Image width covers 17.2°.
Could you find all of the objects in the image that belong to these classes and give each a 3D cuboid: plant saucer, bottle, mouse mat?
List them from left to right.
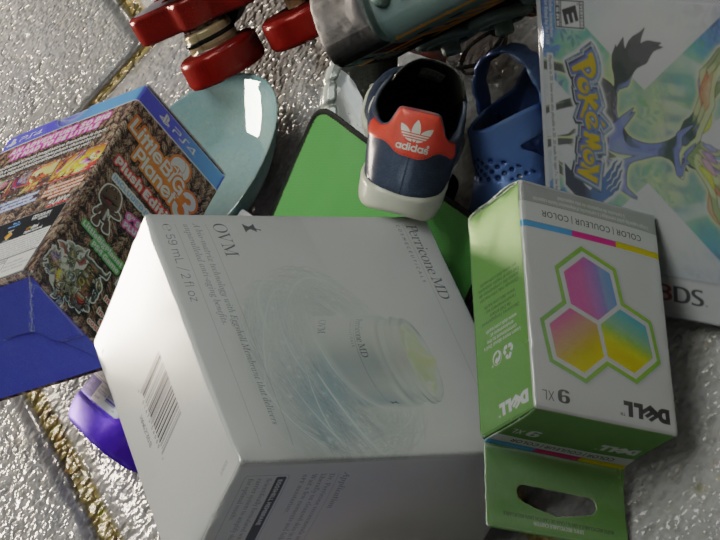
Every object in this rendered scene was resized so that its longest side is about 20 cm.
[{"bbox_3d":[-0.127,0.048,1.725,0.200,0.065,0.084,-53,32,-3],"label":"bottle"},{"bbox_3d":[-0.129,-0.061,1.824,0.201,0.039,0.201,-30,36,25],"label":"plant saucer"},{"bbox_3d":[0.000,0.000,1.612,0.200,0.008,0.161,39,113,41],"label":"mouse mat"}]

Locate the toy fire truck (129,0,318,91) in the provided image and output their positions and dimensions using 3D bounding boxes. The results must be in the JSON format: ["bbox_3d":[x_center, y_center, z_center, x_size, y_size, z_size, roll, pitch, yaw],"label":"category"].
[{"bbox_3d":[-0.076,-0.234,1.865,0.200,0.112,0.168,-21,14,31],"label":"toy fire truck"}]

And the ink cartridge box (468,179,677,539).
[{"bbox_3d":[0.126,0.056,1.404,0.059,0.104,0.200,-36,48,50],"label":"ink cartridge box"}]

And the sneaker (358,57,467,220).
[{"bbox_3d":[0.041,-0.109,1.573,0.200,0.075,0.085,-88,11,-64],"label":"sneaker"}]

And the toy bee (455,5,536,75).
[{"bbox_3d":[0.129,-0.201,1.628,0.200,0.109,0.131,-30,34,17],"label":"toy bee"}]

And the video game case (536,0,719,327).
[{"bbox_3d":[0.181,-0.071,1.453,0.182,0.022,0.200,11,109,48],"label":"video game case"}]

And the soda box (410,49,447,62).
[{"bbox_3d":[0.066,-0.249,1.728,0.063,0.068,0.200,18,56,6],"label":"soda box"}]

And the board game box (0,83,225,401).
[{"bbox_3d":[-0.217,-0.018,1.727,0.159,0.097,0.200,-16,35,40],"label":"board game box"}]

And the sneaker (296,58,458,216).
[{"bbox_3d":[0.026,-0.082,1.683,0.115,0.075,0.200,-2,69,38],"label":"sneaker"}]

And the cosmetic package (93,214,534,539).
[{"bbox_3d":[-0.031,0.075,1.458,0.123,0.200,0.200,-63,39,39],"label":"cosmetic package"}]

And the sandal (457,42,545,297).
[{"bbox_3d":[0.097,-0.071,1.584,0.079,0.087,0.200,-9,56,38],"label":"sandal"}]

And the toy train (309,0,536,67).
[{"bbox_3d":[0.059,-0.189,1.556,0.200,0.114,0.085,-20,87,47],"label":"toy train"}]
